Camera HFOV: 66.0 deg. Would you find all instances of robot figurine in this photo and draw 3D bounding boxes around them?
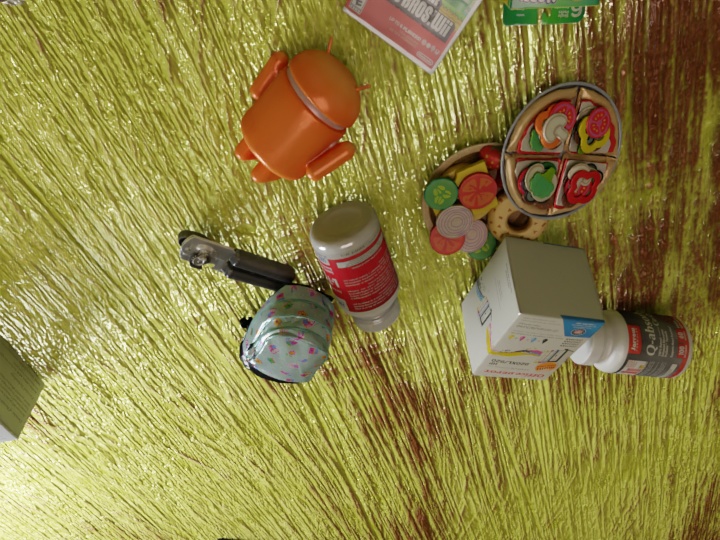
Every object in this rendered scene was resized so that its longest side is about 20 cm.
[{"bbox_3d":[-0.078,-0.201,0.732,0.199,0.146,0.116,-40,138,25],"label":"robot figurine"}]

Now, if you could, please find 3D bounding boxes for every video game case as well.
[{"bbox_3d":[0.085,-0.358,0.655,0.141,0.018,0.201,30,127,-12],"label":"video game case"}]

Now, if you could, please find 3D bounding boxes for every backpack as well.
[{"bbox_3d":[-0.116,0.114,0.955,0.163,0.129,0.201,13,141,-21],"label":"backpack"}]

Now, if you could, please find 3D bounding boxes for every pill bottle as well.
[{"bbox_3d":[0.498,0.135,1.036,0.195,0.117,0.118,6,128,-9],"label":"pill bottle"},{"bbox_3d":[0.000,0.000,0.897,0.110,0.113,0.203,-15,128,8],"label":"pill bottle"}]

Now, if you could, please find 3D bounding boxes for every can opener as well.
[{"bbox_3d":[-0.202,-0.021,0.912,0.197,0.068,0.054,19,126,-34],"label":"can opener"}]

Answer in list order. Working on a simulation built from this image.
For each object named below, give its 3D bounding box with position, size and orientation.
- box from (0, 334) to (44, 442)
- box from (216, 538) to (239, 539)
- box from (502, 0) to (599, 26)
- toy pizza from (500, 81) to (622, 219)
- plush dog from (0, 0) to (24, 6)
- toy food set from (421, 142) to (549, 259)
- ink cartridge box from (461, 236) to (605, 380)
[{"bbox_3d":[-0.733,0.212,0.999,0.194,0.132,0.203,-12,128,6],"label":"box"},{"bbox_3d":[-0.318,0.823,1.562,0.195,0.050,0.164,10,125,-12],"label":"box"},{"bbox_3d":[0.234,-0.392,0.649,0.114,0.049,0.203,-3,130,0],"label":"box"},{"bbox_3d":[0.298,-0.167,0.807,0.195,0.032,0.205,-6,117,-12],"label":"toy pizza"},{"bbox_3d":[-0.354,-0.403,0.563,0.168,0.164,0.201,-12,158,-12],"label":"plush dog"},{"bbox_3d":[0.189,-0.103,0.871,0.194,0.049,0.202,-22,127,13],"label":"toy food set"},{"bbox_3d":[0.276,0.071,0.924,0.143,0.147,0.202,6,143,-10],"label":"ink cartridge box"}]
